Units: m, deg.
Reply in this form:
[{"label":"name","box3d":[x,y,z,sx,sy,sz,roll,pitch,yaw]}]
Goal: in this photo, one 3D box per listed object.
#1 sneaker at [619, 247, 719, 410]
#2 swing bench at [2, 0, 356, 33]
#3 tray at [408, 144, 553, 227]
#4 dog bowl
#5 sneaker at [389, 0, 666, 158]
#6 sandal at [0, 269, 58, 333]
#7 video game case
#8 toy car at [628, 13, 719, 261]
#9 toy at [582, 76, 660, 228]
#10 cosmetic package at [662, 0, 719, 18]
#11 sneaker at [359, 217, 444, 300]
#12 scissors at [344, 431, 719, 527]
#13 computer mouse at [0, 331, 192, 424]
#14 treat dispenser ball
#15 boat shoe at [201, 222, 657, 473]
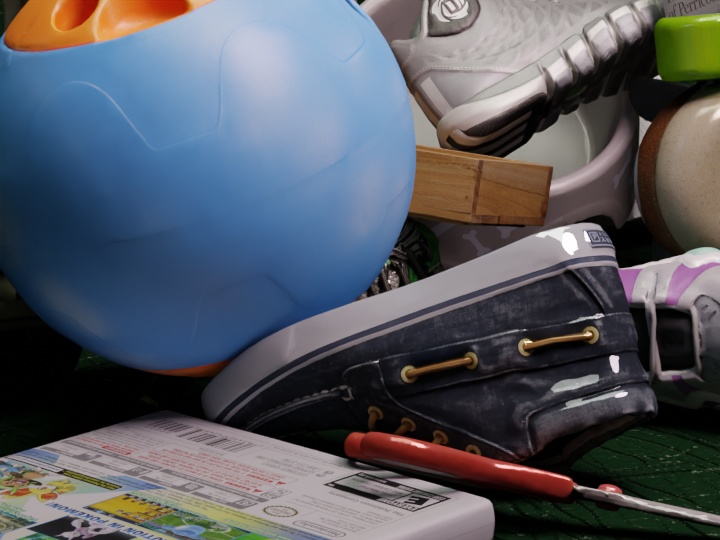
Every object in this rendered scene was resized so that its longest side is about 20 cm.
[{"label":"sneaker","box3d":[0.093,0.037,1.338,0.140,0.078,0.200,-15,9,-38]},{"label":"swing bench","box3d":[-0.108,-0.125,1.748,0.200,0.199,0.130,9,17,36]},{"label":"tray","box3d":[-0.012,-0.054,1.526,0.200,0.037,0.099,11,4,25]},{"label":"dog bowl","box3d":[0.066,-0.089,1.651,0.200,0.059,0.200,5,49,-6]},{"label":"sneaker","box3d":[0.099,-0.145,1.607,0.200,0.075,0.116,-28,69,-29]},{"label":"sandal","box3d":[-0.166,-0.004,1.402,0.201,0.057,0.080,9,16,-31]},{"label":"video game case","box3d":[-0.079,0.103,1.181,0.200,0.022,0.182,13,19,43]},{"label":"toy car","box3d":[0.188,-0.052,1.527,0.157,0.165,0.200,-7,5,-22]},{"label":"toy","box3d":[0.107,-0.050,1.698,0.200,0.047,0.115,-13,51,-23]},{"label":"cosmetic package","box3d":[0.226,-0.176,1.490,0.051,0.083,0.200,-5,-9,-32]},{"label":"sneaker","box3d":[0.000,0.000,1.477,0.085,0.078,0.200,1,13,7]},{"label":"scissors","box3d":[0.090,0.090,1.200,0.200,0.014,0.073,11,-9,3]},{"label":"computer mouse","box3d":[-0.146,0.042,1.414,0.059,0.034,0.200,-12,18,-40]},{"label":"treat dispenser ball","box3d":[-0.076,-0.053,1.316,0.200,0.201,0.201,-1,14,0]},{"label":"boat shoe","box3d":[0.028,0.056,1.265,0.200,0.091,0.071,-23,-17,19]}]
